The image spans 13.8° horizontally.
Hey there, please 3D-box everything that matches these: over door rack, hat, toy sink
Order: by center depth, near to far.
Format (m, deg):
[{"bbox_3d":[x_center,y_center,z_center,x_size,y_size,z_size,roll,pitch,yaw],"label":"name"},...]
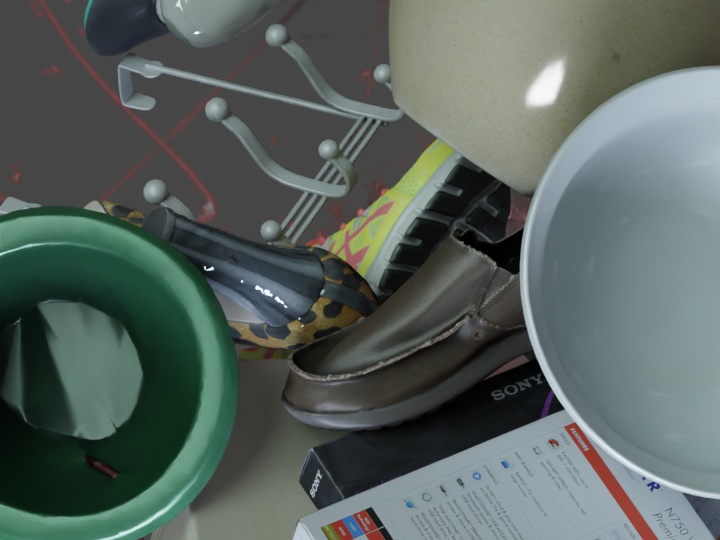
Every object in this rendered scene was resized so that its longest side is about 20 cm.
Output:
[{"bbox_3d":[-0.033,0.157,1.484,0.112,0.130,0.201,113,151,-50],"label":"toy sink"},{"bbox_3d":[-0.143,0.054,1.514,0.199,0.176,0.166,12,90,9],"label":"hat"},{"bbox_3d":[-0.091,-0.068,1.626,0.199,0.067,0.148,6,44,33],"label":"over door rack"}]

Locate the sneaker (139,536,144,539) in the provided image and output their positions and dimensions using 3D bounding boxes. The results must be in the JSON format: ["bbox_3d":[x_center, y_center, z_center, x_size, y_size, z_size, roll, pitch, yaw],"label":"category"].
[{"bbox_3d":[-0.088,0.185,1.577,0.199,0.079,0.096,22,74,34],"label":"sneaker"}]

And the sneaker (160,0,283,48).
[{"bbox_3d":[-0.033,-0.201,1.613,0.200,0.070,0.080,-47,14,0],"label":"sneaker"}]

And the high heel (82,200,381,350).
[{"bbox_3d":[-0.081,0.015,1.551,0.200,0.142,0.072,-10,62,62],"label":"high heel"}]

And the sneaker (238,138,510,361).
[{"bbox_3d":[0.000,0.000,1.577,0.090,0.078,0.200,39,96,38],"label":"sneaker"}]

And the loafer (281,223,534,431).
[{"bbox_3d":[0.048,0.012,1.459,0.199,0.071,0.073,-25,23,-6],"label":"loafer"}]

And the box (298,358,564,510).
[{"bbox_3d":[0.080,0.145,1.431,0.200,0.143,0.036,54,149,26],"label":"box"}]

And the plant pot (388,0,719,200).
[{"bbox_3d":[0.091,-0.113,1.485,0.200,0.200,0.135,39,98,35],"label":"plant pot"}]

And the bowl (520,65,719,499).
[{"bbox_3d":[0.159,0.010,1.392,0.200,0.090,0.202,2,82,-13],"label":"bowl"}]

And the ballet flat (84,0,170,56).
[{"bbox_3d":[-0.079,-0.193,1.679,0.073,0.073,0.200,40,94,35],"label":"ballet flat"}]

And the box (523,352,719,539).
[{"bbox_3d":[0.168,0.048,1.477,0.119,0.041,0.200,-47,53,10],"label":"box"}]

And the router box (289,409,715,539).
[{"bbox_3d":[0.090,0.172,1.359,0.179,0.049,0.200,-19,60,-26],"label":"router box"}]
